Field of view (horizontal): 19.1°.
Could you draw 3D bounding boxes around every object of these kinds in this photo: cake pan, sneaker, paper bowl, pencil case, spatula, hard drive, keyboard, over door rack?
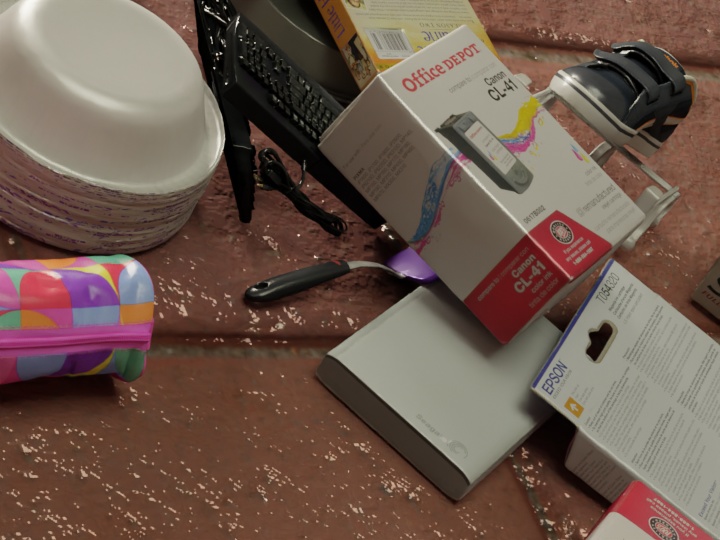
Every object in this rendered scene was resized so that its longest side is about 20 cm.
[{"bbox_3d":[-0.021,-0.214,1.752,0.200,0.037,0.201,21,38,-17],"label":"cake pan"},{"bbox_3d":[0.210,-0.144,1.681,0.078,0.079,0.200,43,13,16],"label":"sneaker"},{"bbox_3d":[-0.187,-0.116,1.459,0.200,0.104,0.201,20,37,-16],"label":"paper bowl"},{"bbox_3d":[-0.217,0.034,1.283,0.200,0.088,0.088,-5,51,-40],"label":"pencil case"},{"bbox_3d":[0.000,0.000,1.525,0.200,0.021,0.056,-10,22,-37],"label":"spatula"},{"bbox_3d":[0.072,0.070,1.506,0.132,0.026,0.200,41,36,11],"label":"hard drive"},{"bbox_3d":[-0.089,-0.136,1.554,0.040,0.104,0.200,-10,49,-8],"label":"keyboard"},{"bbox_3d":[0.173,-0.084,1.696,0.148,0.067,0.200,41,11,9],"label":"over door rack"},{"bbox_3d":[-0.036,-0.089,1.529,0.200,0.021,0.127,39,43,-45],"label":"keyboard"}]

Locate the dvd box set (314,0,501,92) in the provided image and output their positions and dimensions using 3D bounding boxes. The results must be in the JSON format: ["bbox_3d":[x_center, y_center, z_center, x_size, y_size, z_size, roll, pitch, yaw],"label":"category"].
[{"bbox_3d":[0.020,-0.229,1.719,0.146,0.029,0.200,-5,60,-42],"label":"dvd box set"}]

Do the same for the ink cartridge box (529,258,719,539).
[{"bbox_3d":[0.221,0.108,1.554,0.200,0.043,0.196,38,37,2],"label":"ink cartridge box"}]

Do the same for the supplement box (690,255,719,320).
[{"bbox_3d":[0.370,-0.004,1.773,0.126,0.074,0.200,39,36,7],"label":"supplement box"}]

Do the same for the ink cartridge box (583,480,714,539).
[{"bbox_3d":[0.175,0.245,1.332,0.145,0.084,0.200,38,35,7],"label":"ink cartridge box"}]

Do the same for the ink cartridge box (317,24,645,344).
[{"bbox_3d":[0.089,-0.064,1.536,0.200,0.086,0.148,48,36,5],"label":"ink cartridge box"}]
